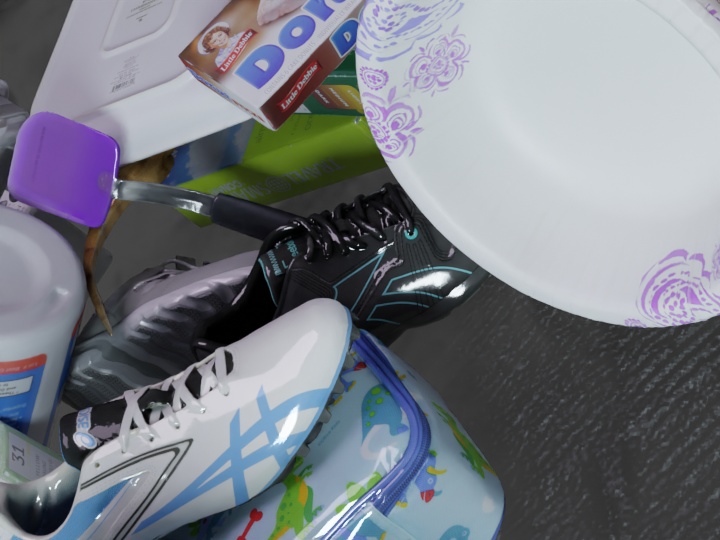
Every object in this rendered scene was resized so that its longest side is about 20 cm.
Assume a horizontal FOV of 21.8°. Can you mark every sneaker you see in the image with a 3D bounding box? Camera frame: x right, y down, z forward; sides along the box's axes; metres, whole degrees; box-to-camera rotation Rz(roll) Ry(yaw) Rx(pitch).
[{"bbox_3d":[-0.085,0.075,0.828,0.200,0.072,0.072,-38,30,16],"label":"sneaker"},{"bbox_3d":[0.000,0.000,0.940,0.200,0.079,0.075,-45,32,7],"label":"sneaker"},{"bbox_3d":[-0.102,0.019,1.050,0.199,0.075,0.082,-21,44,40],"label":"sneaker"}]

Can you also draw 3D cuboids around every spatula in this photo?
[{"bbox_3d":[-0.096,-0.038,1.022,0.021,0.199,0.057,-76,1,-70],"label":"spatula"}]

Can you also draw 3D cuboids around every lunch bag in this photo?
[{"bbox_3d":[-0.039,0.125,0.864,0.200,0.082,0.161,-46,30,6],"label":"lunch bag"}]

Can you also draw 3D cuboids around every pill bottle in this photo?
[{"bbox_3d":[-0.224,0.068,1.045,0.113,0.112,0.201,-93,19,-47],"label":"pill bottle"}]

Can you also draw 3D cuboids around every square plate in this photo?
[{"bbox_3d":[-0.116,-0.145,1.085,0.199,0.028,0.199,-16,46,36],"label":"square plate"}]

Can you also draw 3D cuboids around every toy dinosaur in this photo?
[{"bbox_3d":[-0.134,-0.057,1.076,0.106,0.060,0.201,-6,48,56],"label":"toy dinosaur"}]

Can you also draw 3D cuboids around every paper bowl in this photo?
[{"bbox_3d":[0.106,-0.082,0.776,0.200,0.201,0.104,-9,31,47],"label":"paper bowl"}]

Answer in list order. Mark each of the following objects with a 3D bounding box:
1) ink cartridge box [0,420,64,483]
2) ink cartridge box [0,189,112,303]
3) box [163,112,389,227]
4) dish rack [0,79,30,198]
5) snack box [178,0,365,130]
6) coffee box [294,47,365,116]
[{"bbox_3d":[-0.239,0.131,0.992,0.145,0.200,0.048,-36,38,23],"label":"ink cartridge box"},{"bbox_3d":[-0.263,0.005,1.275,0.200,0.067,0.116,17,73,56],"label":"ink cartridge box"},{"bbox_3d":[-0.044,-0.100,1.122,0.199,0.048,0.122,-15,47,43],"label":"box"},{"bbox_3d":[-0.260,-0.012,1.098,0.201,0.043,0.172,-63,-8,15],"label":"dish rack"},{"bbox_3d":[-0.003,-0.163,0.980,0.200,0.024,0.072,-47,52,-10],"label":"snack box"},{"bbox_3d":[0.015,-0.141,1.016,0.199,0.044,0.123,4,59,44],"label":"coffee box"}]
